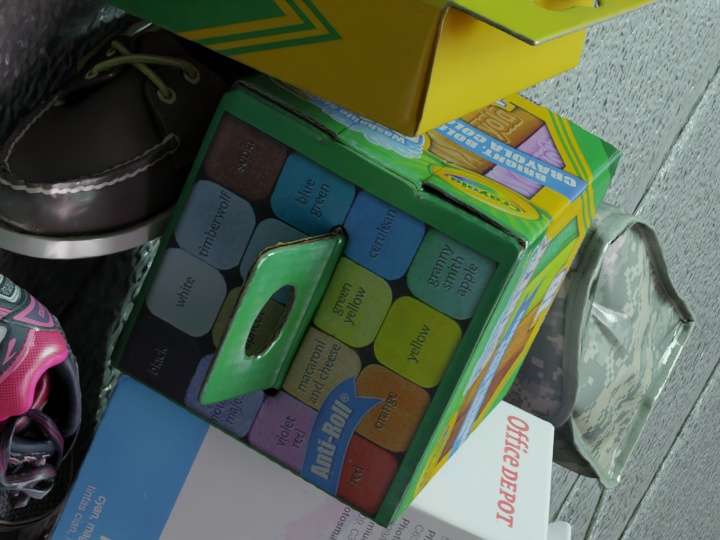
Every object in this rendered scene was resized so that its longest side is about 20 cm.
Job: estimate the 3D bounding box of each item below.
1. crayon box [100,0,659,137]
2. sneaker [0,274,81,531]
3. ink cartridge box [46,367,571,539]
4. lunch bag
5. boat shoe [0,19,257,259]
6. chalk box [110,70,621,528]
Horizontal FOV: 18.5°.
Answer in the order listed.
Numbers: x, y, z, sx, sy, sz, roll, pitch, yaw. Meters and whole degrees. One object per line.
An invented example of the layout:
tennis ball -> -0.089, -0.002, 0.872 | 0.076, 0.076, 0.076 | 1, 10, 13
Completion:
crayon box -> -0.002, -0.105, 0.781 | 0.127, 0.199, 0.051 | -25, 135, -54
sneaker -> -0.135, 0.057, 0.800 | 0.081, 0.074, 0.200 | -59, 167, -17
ink cartridge box -> -0.015, 0.107, 0.894 | 0.126, 0.199, 0.129 | -63, -178, 22
lunch bag -> 0.056, 0.007, 1.048 | 0.118, 0.163, 0.200 | -62, 156, -11
boat shoe -> -0.077, -0.063, 0.826 | 0.200, 0.072, 0.060 | -37, 147, -54
chalk box -> 0.000, 0.000, 0.817 | 0.125, 0.124, 0.200 | -65, 170, 23
